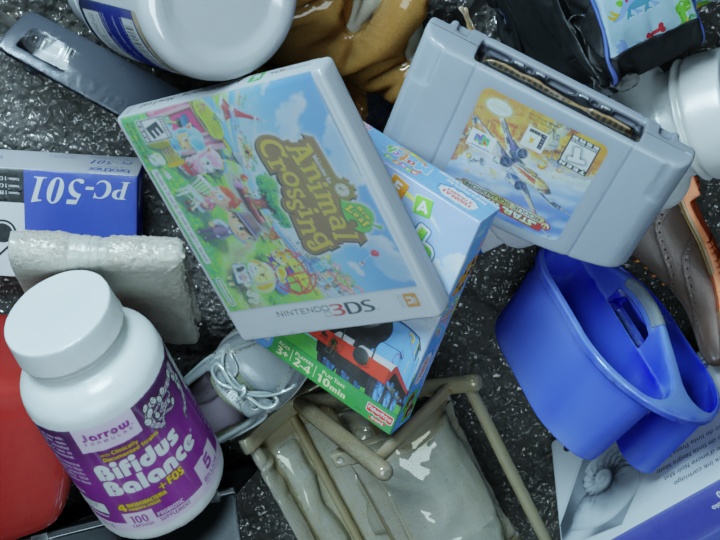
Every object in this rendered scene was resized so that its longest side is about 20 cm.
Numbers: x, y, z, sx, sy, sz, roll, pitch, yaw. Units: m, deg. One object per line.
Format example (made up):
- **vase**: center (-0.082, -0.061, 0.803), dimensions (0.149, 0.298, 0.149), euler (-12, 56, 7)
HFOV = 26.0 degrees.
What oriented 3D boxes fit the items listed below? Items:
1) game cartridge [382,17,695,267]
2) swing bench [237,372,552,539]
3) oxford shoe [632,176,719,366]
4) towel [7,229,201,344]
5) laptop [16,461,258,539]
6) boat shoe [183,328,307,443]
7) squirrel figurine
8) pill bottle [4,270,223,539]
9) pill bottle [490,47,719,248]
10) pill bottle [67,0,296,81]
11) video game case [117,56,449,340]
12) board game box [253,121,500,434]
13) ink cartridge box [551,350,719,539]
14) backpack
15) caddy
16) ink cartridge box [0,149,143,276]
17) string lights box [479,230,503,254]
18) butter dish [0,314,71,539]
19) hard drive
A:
- **game cartridge**: center (0.116, -0.081, 1.079), dimensions (0.198, 0.042, 0.134), euler (27, 137, 3)
- **swing bench**: center (0.034, 0.191, 1.280), dimensions (0.130, 0.199, 0.200), euler (-40, 115, -30)
- **oxford shoe**: center (0.247, -0.014, 1.232), dimensions (0.072, 0.071, 0.202), euler (-17, 89, 14)
- **towel**: center (-0.192, 0.013, 1.205), dimensions (0.131, 0.200, 0.035), euler (2, 70, -2)
- **laptop**: center (-0.172, 0.247, 1.264), dimensions (0.185, 0.200, 0.117), euler (-14, 92, 6)
- **boat shoe**: center (-0.117, 0.107, 1.267), dimensions (0.201, 0.065, 0.075), euler (-31, 105, 31)
- **squirrel figurine**: center (-0.006, -0.160, 1.167), dimensions (0.186, 0.142, 0.199), euler (37, 122, -25)
- **pill bottle**: center (-0.184, 0.099, 1.157), dimensions (0.111, 0.113, 0.201), euler (-18, 131, 7)
- **pill bottle**: center (0.187, -0.094, 1.153), dimensions (0.198, 0.115, 0.115), euler (-15, 113, 30)
- **pill bottle**: center (-0.134, -0.200, 1.086), dimensions (0.115, 0.200, 0.117), euler (-8, 107, -27)
- **video game case**: center (-0.054, -0.042, 1.081), dimensions (0.180, 0.022, 0.201), euler (-8, 122, 34)
- **board game box**: center (0.000, 0.000, 1.135), dimensions (0.150, 0.037, 0.201), euler (33, 125, 17)
- **ink cartridge box**: center (0.244, 0.167, 1.230), dimensions (0.199, 0.201, 0.041), euler (-36, 120, 23)
- **backpack**: center (0.156, -0.243, 1.095), dimensions (0.146, 0.183, 0.202), euler (-29, 108, -13)
- **caddy**: center (0.195, 0.059, 1.208), dimensions (0.140, 0.201, 0.105), euler (15, 124, -34)
- **ink cartridge box**: center (-0.273, -0.046, 1.242), dimensions (0.197, 0.044, 0.095), euler (3, 114, -1)
- **string lights box**: center (0.009, -0.035, 1.239), dimensions (0.198, 0.059, 0.103), euler (-24, 110, 10)
- **butter dish**: center (-0.277, 0.122, 1.257), dimensions (0.146, 0.200, 0.202), euler (-2, 114, -24)
- **hard drive**: center (-0.173, -0.130, 1.166), dimensions (0.199, 0.135, 0.043), euler (29, 90, -11)
